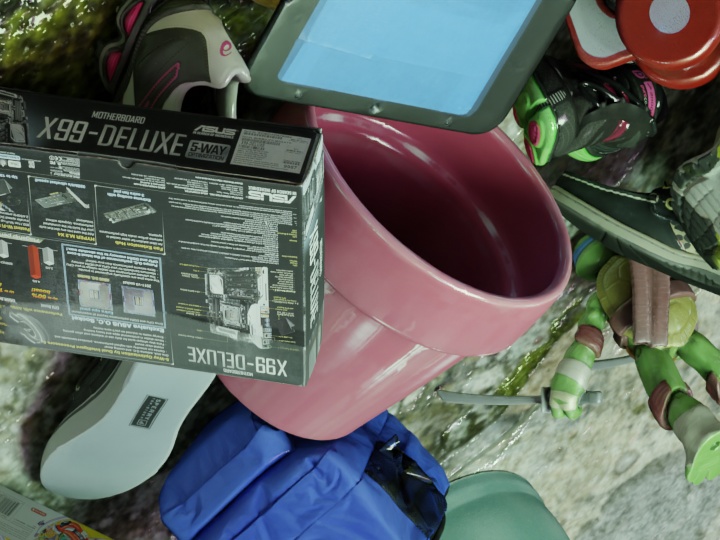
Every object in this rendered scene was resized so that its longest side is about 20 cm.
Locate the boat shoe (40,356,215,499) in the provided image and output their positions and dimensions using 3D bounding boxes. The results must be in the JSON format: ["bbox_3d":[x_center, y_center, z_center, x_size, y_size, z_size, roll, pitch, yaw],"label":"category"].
[{"bbox_3d":[-0.142,0.069,1.662,0.070,0.066,0.200,14,141,-19],"label":"boat shoe"}]

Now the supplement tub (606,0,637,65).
[{"bbox_3d":[0.225,-0.225,1.710,0.107,0.107,0.200,8,118,-48],"label":"supplement tub"}]

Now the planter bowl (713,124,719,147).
[{"bbox_3d":[0.351,-0.046,1.908,0.200,0.134,0.201,-6,97,-53],"label":"planter bowl"}]

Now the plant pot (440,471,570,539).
[{"bbox_3d":[0.096,0.272,2.037,0.200,0.134,0.201,-26,140,-24],"label":"plant pot"}]

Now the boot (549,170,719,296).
[{"bbox_3d":[0.243,-0.067,1.817,0.073,0.203,0.154,38,75,-78],"label":"boot"}]

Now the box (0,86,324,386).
[{"bbox_3d":[-0.121,-0.018,1.513,0.050,0.199,0.158,-75,169,-45],"label":"box"}]

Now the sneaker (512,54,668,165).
[{"bbox_3d":[0.147,-0.112,1.724,0.084,0.077,0.200,-19,178,20],"label":"sneaker"}]

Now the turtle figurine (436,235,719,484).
[{"bbox_3d":[0.201,0.079,1.908,0.200,0.194,0.144,-52,145,14],"label":"turtle figurine"}]

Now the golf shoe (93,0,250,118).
[{"bbox_3d":[-0.119,-0.063,1.547,0.077,0.088,0.200,-14,135,-37],"label":"golf shoe"}]

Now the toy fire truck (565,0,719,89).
[{"bbox_3d":[0.209,-0.208,1.616,0.199,0.168,0.112,-19,173,10],"label":"toy fire truck"}]

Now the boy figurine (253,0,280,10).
[{"bbox_3d":[-0.066,-0.217,1.471,0.124,0.064,0.200,-34,140,-20],"label":"boy figurine"}]

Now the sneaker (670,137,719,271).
[{"bbox_3d":[0.262,-0.069,1.695,0.084,0.075,0.200,-22,158,-25],"label":"sneaker"}]

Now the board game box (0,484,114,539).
[{"bbox_3d":[-0.149,0.225,1.700,0.034,0.200,0.135,-50,150,-35],"label":"board game box"}]

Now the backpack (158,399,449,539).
[{"bbox_3d":[-0.031,0.152,1.769,0.162,0.168,0.200,-37,-179,16],"label":"backpack"}]

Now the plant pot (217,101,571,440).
[{"bbox_3d":[0.000,0.000,1.650,0.200,0.200,0.179,2,138,-45],"label":"plant pot"}]

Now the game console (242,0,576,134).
[{"bbox_3d":[0.066,-0.138,1.512,0.200,0.176,0.117,7,92,-40],"label":"game console"}]
